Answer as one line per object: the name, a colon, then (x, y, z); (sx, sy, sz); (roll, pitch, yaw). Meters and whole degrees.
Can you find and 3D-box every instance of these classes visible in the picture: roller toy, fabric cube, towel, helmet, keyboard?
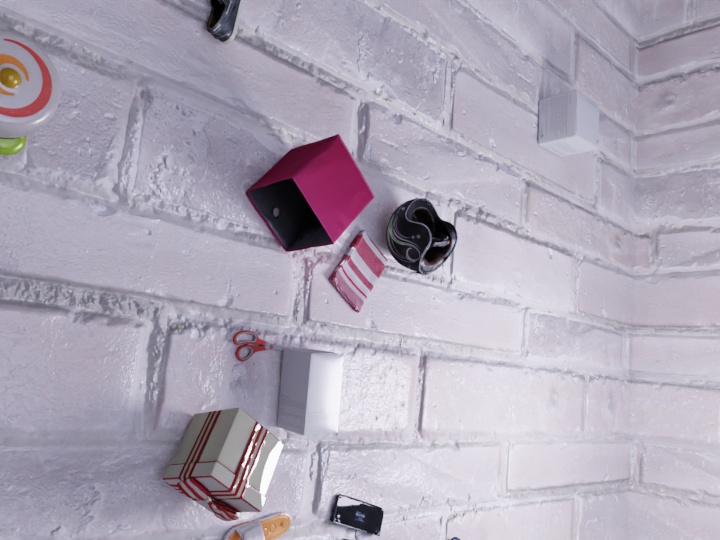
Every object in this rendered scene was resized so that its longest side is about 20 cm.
roller toy: (-0.647, -0.332, 1.144); (0.200, 0.139, 0.183); (48, 56, -30)
fabric cube: (-0.125, -0.191, 1.602); (0.200, 0.199, 0.197); (-52, 120, -35)
towel: (0.000, 0.000, 1.831); (0.144, 0.023, 0.201); (51, 55, -30)
helmet: (0.168, -0.105, 1.885); (0.199, 0.191, 0.201); (-30, 144, -24)
keyboard: (-0.012, 0.705, 1.773); (0.200, 0.021, 0.128); (34, 59, -37)

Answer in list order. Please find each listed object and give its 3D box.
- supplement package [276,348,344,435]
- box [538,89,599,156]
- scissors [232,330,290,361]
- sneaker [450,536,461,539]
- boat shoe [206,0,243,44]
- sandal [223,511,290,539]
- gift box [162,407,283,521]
supplement package: (-0.126, 0.304, 1.617); (0.117, 0.117, 0.201); (8, 85, -42)
box: (0.843, -0.591, 2.584); (0.198, 0.171, 0.201); (10, 80, -43)
scissors: (-0.233, 0.183, 1.598); (0.199, 0.014, 0.074); (-1, 88, -44)
sneaker: (0.275, 0.890, 2.010); (0.200, 0.073, 0.112); (45, 55, -42)
boat shoe: (-0.323, -0.649, 1.527); (0.067, 0.072, 0.201); (18, 77, -46)
sandal: (-0.239, 0.636, 1.530); (0.206, 0.059, 0.080); (-11, 95, -44)
gift box: (-0.305, 0.434, 1.401); (0.185, 0.199, 0.187); (45, 43, -28)
